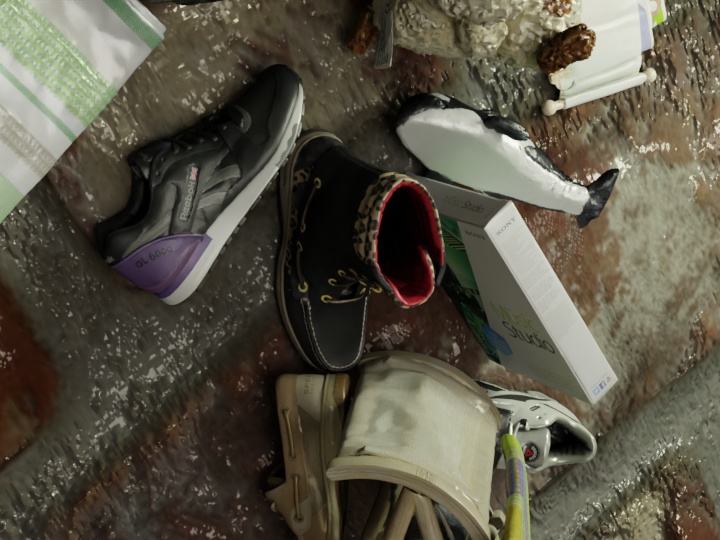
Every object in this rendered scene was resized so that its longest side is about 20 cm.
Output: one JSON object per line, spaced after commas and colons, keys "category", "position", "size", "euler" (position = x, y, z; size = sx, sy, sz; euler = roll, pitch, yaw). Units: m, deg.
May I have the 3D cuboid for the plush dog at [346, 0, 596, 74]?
{"category": "plush dog", "position": [0.096, -0.209, 1.260], "size": [0.172, 0.200, 0.161], "euler": [13, 129, -24]}

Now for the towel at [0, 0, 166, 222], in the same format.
{"category": "towel", "position": [-0.243, -0.141, 1.129], "size": [0.200, 0.031, 0.149], "euler": [-52, 122, -10]}

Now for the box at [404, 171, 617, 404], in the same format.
{"category": "box", "position": [0.114, 0.014, 1.325], "size": [0.036, 0.144, 0.200], "euler": [-43, 120, -17]}

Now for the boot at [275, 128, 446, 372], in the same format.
{"category": "boot", "position": [0.000, 0.000, 1.246], "size": [0.073, 0.151, 0.200], "euler": [-10, 109, -29]}

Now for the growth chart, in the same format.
{"category": "growth chart", "position": [0.212, -0.242, 1.395], "size": [0.145, 0.018, 0.200], "euler": [-14, 110, -29]}

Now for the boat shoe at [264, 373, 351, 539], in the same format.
{"category": "boat shoe", "position": [-0.043, 0.174, 1.324], "size": [0.064, 0.071, 0.200], "euler": [4, 109, 3]}

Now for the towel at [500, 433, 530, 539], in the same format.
{"category": "towel", "position": [0.116, 0.227, 1.233], "size": [0.023, 0.200, 0.144], "euler": [-3, 112, 8]}

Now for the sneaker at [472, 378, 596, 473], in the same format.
{"category": "sneaker", "position": [0.117, 0.136, 1.395], "size": [0.200, 0.088, 0.074], "euler": [4, 102, -31]}

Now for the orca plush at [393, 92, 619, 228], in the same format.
{"category": "orca plush", "position": [0.120, -0.109, 1.339], "size": [0.200, 0.105, 0.071], "euler": [13, 55, -11]}

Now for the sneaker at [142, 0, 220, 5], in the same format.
{"category": "sneaker", "position": [-0.096, -0.287, 1.157], "size": [0.114, 0.076, 0.200], "euler": [-1, 107, -34]}

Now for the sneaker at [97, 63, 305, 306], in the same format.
{"category": "sneaker", "position": [-0.119, -0.077, 1.201], "size": [0.088, 0.076, 0.200], "euler": [34, 84, -28]}

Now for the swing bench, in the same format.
{"category": "swing bench", "position": [0.049, 0.191, 1.269], "size": [0.130, 0.199, 0.200], "euler": [3, 112, 7]}
